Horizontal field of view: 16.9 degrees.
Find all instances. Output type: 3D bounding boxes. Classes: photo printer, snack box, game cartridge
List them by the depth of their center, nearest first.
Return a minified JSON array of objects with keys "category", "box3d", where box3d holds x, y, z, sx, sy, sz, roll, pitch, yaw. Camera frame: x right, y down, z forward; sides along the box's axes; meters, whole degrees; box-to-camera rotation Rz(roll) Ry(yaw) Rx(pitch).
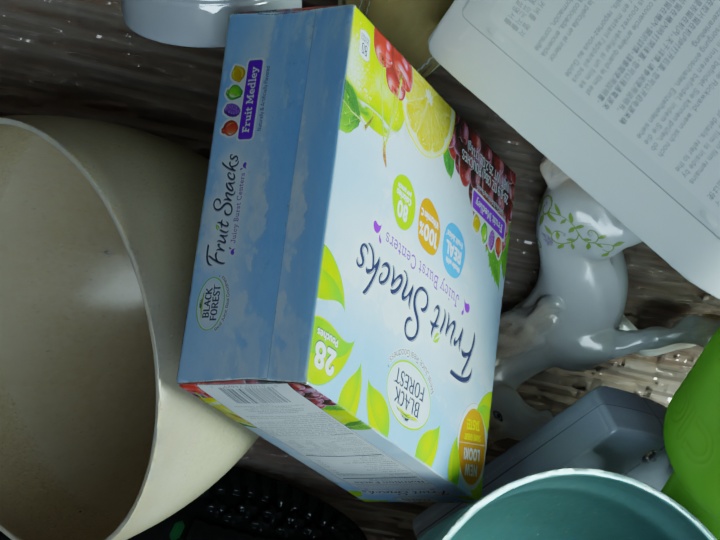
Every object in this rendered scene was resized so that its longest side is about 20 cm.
[{"category":"photo printer","box3d":[0.147,-0.095,1.033,0.200,0.069,0.166,42,120,13]},{"category":"snack box","box3d":[0.000,0.000,1.071,0.068,0.169,0.200,-1,160,25]},{"category":"game cartridge","box3d":[0.125,0.129,1.233,0.133,0.040,0.200,-33,144,13]}]

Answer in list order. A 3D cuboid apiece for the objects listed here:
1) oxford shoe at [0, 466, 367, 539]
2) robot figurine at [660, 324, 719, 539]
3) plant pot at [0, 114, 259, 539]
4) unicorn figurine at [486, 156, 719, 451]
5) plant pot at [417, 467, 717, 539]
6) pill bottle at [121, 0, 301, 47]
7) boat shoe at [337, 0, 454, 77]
[{"category":"oxford shoe","box3d":[-0.095,0.148,1.244,0.200,0.073,0.084,5,132,-7]},{"category":"robot figurine","box3d":[0.216,0.053,1.107,0.116,0.175,0.200,39,123,15]},{"category":"plant pot","box3d":[-0.101,0.020,1.120,0.134,0.200,0.200,-12,124,-40]},{"category":"unicorn figurine","box3d":[0.117,0.016,1.202,0.137,0.074,0.200,2,108,2]},{"category":"plant pot","box3d":[0.073,0.200,1.117,0.200,0.134,0.200,7,74,-27]},{"category":"pill bottle","box3d":[-0.066,-0.203,1.035,0.112,0.112,0.200,-3,117,-7]},{"category":"boat shoe","box3d":[0.045,-0.164,1.090,0.072,0.076,0.200,17,113,-15]}]
